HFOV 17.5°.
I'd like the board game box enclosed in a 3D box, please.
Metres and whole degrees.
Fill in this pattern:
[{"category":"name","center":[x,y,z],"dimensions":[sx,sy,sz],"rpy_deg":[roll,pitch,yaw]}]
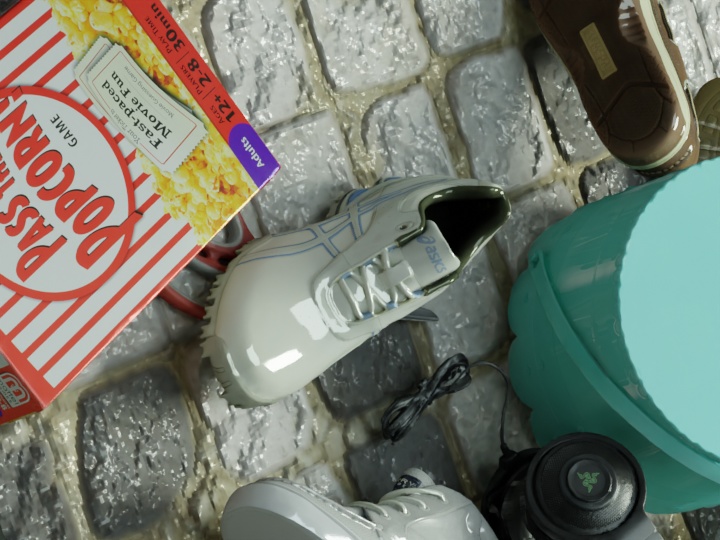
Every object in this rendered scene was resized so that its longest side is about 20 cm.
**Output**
[{"category":"board game box","center":[-0.148,-0.047,1.128],"dimensions":[0.152,0.046,0.200],"rpy_deg":[53,52,-14]}]

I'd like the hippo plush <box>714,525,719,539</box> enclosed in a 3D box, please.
[{"category":"hippo plush","center":[0.268,0.179,1.432],"dimensions":[0.160,0.160,0.201],"rpy_deg":[-5,127,-26]}]

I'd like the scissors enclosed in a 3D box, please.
[{"category":"scissors","center":[-0.035,0.016,1.251],"dimensions":[0.199,0.014,0.074],"rpy_deg":[30,59,-35]}]

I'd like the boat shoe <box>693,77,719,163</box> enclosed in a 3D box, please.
[{"category":"boat shoe","center":[0.226,-0.023,1.472],"dimensions":[0.073,0.063,0.202],"rpy_deg":[5,69,-11]}]

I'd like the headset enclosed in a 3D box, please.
[{"category":"headset","center":[0.099,0.135,1.285],"dimensions":[0.094,0.123,0.201],"rpy_deg":[-36,91,-21]}]

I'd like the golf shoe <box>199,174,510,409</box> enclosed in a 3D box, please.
[{"category":"golf shoe","center":[0.000,0.000,1.211],"dimensions":[0.200,0.097,0.079],"rpy_deg":[-41,108,-41]}]

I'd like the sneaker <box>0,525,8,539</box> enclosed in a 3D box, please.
[{"category":"sneaker","center":[-0.167,0.172,1.066],"dimensions":[0.088,0.075,0.201],"rpy_deg":[-22,99,-58]}]

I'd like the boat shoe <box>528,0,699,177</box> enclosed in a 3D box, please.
[{"category":"boat shoe","center":[0.152,-0.140,1.401],"dimensions":[0.075,0.074,0.204],"rpy_deg":[31,40,-53]}]

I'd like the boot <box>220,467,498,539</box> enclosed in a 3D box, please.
[{"category":"boot","center":[0.007,0.143,1.229],"dimensions":[0.200,0.073,0.096],"rpy_deg":[46,47,-36]}]

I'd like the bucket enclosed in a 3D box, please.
[{"category":"bucket","center":[0.197,0.037,1.331],"dimensions":[0.206,0.135,0.209],"rpy_deg":[4,77,-17]}]
